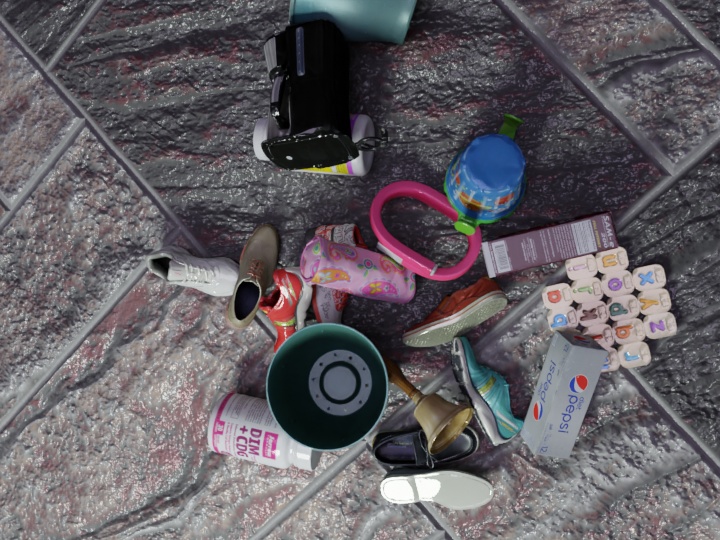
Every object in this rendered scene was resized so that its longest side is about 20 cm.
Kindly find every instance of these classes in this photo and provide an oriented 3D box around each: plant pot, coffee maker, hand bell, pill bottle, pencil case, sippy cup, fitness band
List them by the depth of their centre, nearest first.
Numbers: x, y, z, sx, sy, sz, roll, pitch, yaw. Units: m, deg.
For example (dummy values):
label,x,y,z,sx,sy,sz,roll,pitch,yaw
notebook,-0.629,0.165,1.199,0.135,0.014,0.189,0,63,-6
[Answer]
label,x,y,z,sx,sy,sz,roll,pitch,yaw
coffee maker,-0.059,-0.274,0.990,0.191,0.135,0.202,1,74,-7
sippy cup,0.204,-0.153,0.997,0.139,0.130,0.179,-11,82,3
plant pot,0.004,-0.461,1.008,0.187,0.200,0.201,17,100,-3
pencil case,0.000,0.000,1.052,0.199,0.087,0.088,13,101,-27
fitness band,0.108,-0.070,1.055,0.199,0.037,0.144,33,67,7
plant pot,-0.045,0.194,1.074,0.199,0.161,0.202,-1,82,6
pill bottle,-0.081,-0.223,1.090,0.198,0.104,0.105,7,97,13
hand bell,0.091,0.211,1.098,0.200,0.104,0.104,42,105,32
pill bottle,-0.170,0.300,1.162,0.198,0.113,0.114,9,98,13

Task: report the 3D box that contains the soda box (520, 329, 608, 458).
label,x,y,z,sx,sy,sz,roll,pitch,yaw
soda box,0.332,0.204,1.030,0.068,0.063,0.201,10,105,-12

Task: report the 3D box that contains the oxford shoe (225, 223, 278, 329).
label,x,y,z,sx,sy,sz,roll,pitch,yaw
oxford shoe,-0.187,0.008,1.132,0.070,0.074,0.201,16,77,-14

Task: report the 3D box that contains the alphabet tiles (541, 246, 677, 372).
label,x,y,z,sx,sy,sz,roll,pitch,yaw
alphabet tiles,0.410,0.066,1.041,0.194,0.015,0.201,-14,92,15

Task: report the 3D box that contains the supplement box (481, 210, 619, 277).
label,x,y,z,sx,sy,sz,roll,pitch,yaw
supplement box,0.301,-0.044,1.009,0.199,0.109,0.061,-13,92,14

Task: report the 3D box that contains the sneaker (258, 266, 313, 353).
label,x,y,z,sx,sy,sz,roll,pitch,yaw
sneaker,-0.141,0.072,1.120,0.084,0.077,0.201,4,125,-16

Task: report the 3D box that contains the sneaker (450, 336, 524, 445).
label,x,y,z,sx,sy,sz,roll,pitch,yaw
sneaker,0.216,0.200,1.087,0.079,0.078,0.201,-27,93,-4

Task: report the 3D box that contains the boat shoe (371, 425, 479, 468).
label,x,y,z,sx,sy,sz,roll,pitch,yaw
boat shoe,0.113,0.315,1.119,0.198,0.062,0.075,-7,92,13

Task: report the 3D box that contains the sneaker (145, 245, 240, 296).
label,x,y,z,sx,sy,sz,roll,pitch,yaw
sneaker,-0.314,0.008,1.175,0.199,0.099,0.079,12,99,13

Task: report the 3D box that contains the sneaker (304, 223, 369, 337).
label,x,y,z,sx,sy,sz,roll,pitch,yaw
sneaker,-0.032,0.016,1.121,0.107,0.067,0.203,-9,91,17

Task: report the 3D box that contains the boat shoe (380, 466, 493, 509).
label,x,y,z,sx,sy,sz,roll,pitch,yaw
boat shoe,0.137,0.377,1.117,0.198,0.062,0.073,-5,100,16

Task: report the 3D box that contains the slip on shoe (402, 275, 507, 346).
label,x,y,z,sx,sy,sz,roll,pitch,yaw
slip on shoe,0.158,0.075,1.087,0.199,0.074,0.061,-33,52,21
